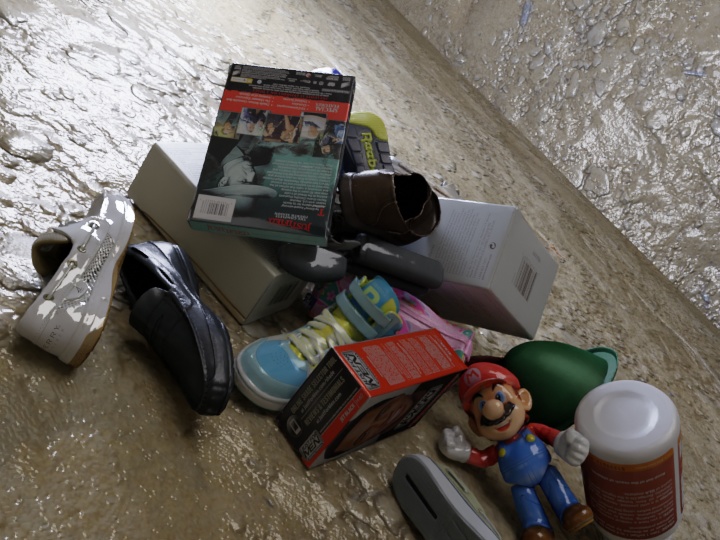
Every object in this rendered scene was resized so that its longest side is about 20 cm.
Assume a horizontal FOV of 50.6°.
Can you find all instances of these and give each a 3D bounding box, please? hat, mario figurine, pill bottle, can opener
[{"bbox_3d":[0.195,0.096,0.940,0.177,0.165,0.200,51,54,-6],"label":"hat"},{"bbox_3d":[0.162,0.191,0.815,0.121,0.107,0.203,-15,64,-27],"label":"mario figurine"},{"bbox_3d":[0.307,0.235,0.863,0.113,0.109,0.204,-100,174,-58],"label":"pill bottle"},{"bbox_3d":[0.000,0.000,0.814,0.196,0.053,0.069,19,63,-26],"label":"can opener"}]

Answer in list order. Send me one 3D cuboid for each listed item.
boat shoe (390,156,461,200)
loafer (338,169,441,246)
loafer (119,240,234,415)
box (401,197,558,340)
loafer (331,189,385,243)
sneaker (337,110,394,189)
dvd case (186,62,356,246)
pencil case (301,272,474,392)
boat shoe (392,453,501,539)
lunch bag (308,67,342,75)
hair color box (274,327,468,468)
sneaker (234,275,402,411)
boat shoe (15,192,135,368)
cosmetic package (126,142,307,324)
[{"bbox_3d":[0.110,-0.091,1.056,0.196,0.067,0.072,26,-16,-4],"label":"boat shoe"},{"bbox_3d":[0.050,-0.069,0.832,0.199,0.069,0.075,-3,85,-62],"label":"loafer"},{"bbox_3d":[-0.164,0.046,0.655,0.069,0.069,0.202,7,33,-38],"label":"loafer"},{"bbox_3d":[0.126,-0.008,0.969,0.196,0.109,0.152,12,-18,39],"label":"box"},{"bbox_3d":[-0.059,-0.061,0.840,0.197,0.072,0.064,30,44,-17],"label":"loafer"},{"bbox_3d":[0.009,-0.096,0.959,0.072,0.083,0.205,2,65,-14],"label":"sneaker"},{"bbox_3d":[-0.087,-0.126,0.790,0.142,0.022,0.205,6,62,4],"label":"dvd case"},{"bbox_3d":[0.033,0.059,0.876,0.197,0.089,0.088,32,23,-1],"label":"pencil case"},{"bbox_3d":[0.102,0.246,0.687,0.061,0.073,0.201,12,33,-42],"label":"boat shoe"},{"bbox_3d":[-0.090,-0.153,0.946,0.122,0.201,0.171,33,24,-11],"label":"lunch bag"},{"bbox_3d":[0.017,0.119,0.749,0.062,0.102,0.198,49,26,23],"label":"hair color box"},{"bbox_3d":[-0.032,0.060,0.741,0.080,0.131,0.198,48,25,18],"label":"sneaker"},{"bbox_3d":[-0.237,-0.012,0.634,0.068,0.071,0.202,29,27,-26],"label":"boat shoe"},{"bbox_3d":[-0.148,-0.046,0.830,0.200,0.074,0.103,46,24,14],"label":"cosmetic package"}]
